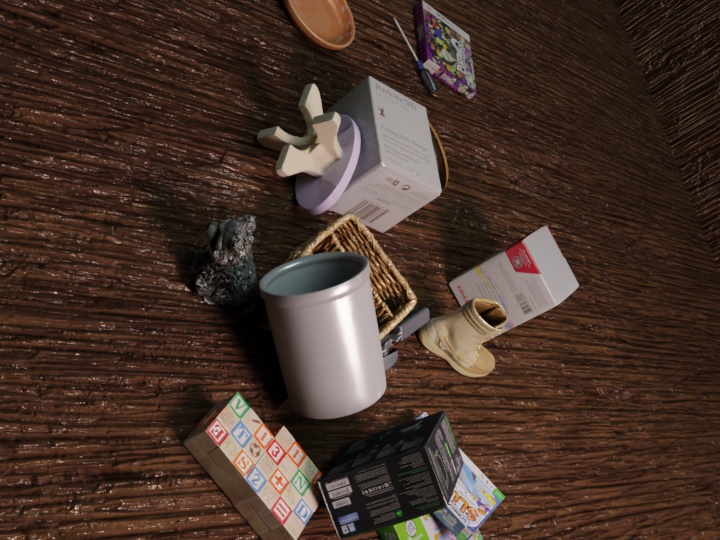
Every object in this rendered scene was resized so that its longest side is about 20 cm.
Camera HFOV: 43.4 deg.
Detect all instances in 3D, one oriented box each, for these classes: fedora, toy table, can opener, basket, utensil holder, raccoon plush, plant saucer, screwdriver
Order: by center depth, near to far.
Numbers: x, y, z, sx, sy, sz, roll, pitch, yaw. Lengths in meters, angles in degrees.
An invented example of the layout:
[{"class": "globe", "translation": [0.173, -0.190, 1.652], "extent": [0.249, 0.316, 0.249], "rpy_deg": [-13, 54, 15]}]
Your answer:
[{"class": "utensil holder", "translation": [-0.051, 0.096, 1.363], "extent": [0.170, 0.167, 0.204], "rpy_deg": [-37, 121, -52]}, {"class": "raccoon plush", "translation": [-0.164, -0.004, 1.374], "extent": [0.198, 0.133, 0.098], "rpy_deg": [30, 45, -33]}, {"class": "basket", "translation": [-0.031, 0.034, 1.493], "extent": [0.202, 0.148, 0.143], "rpy_deg": [54, 38, -9]}, {"class": "toy table", "translation": [-0.083, -0.217, 1.587], "extent": [0.117, 0.181, 0.203], "rpy_deg": [41, 43, -41]}, {"class": "can opener", "translation": [0.062, 0.124, 1.636], "extent": [0.199, 0.052, 0.068], "rpy_deg": [-28, 120, -53]}, {"class": "fedora", "translation": [0.103, -0.245, 1.854], "extent": [0.081, 0.201, 0.203], "rpy_deg": [-27, 86, -13]}, {"class": "plant saucer", "translation": [-0.094, -0.546, 1.890], "extent": [0.198, 0.037, 0.204], "rpy_deg": [27, 49, -35]}, {"class": "screwdriver", "translation": [0.126, -0.505, 2.120], "extent": [0.203, 0.028, 0.029], "rpy_deg": [61, 9, -4]}]

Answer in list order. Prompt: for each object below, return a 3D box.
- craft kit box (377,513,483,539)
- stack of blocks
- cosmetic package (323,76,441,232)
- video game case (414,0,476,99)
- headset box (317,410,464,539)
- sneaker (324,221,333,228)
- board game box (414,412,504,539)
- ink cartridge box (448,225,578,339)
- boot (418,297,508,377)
[{"class": "craft kit box", "translation": [0.135, 0.473, 1.486], "extent": [0.198, 0.048, 0.200], "rpy_deg": [-17, 77, -52]}, {"class": "stack of blocks", "translation": [-0.144, 0.274, 1.280], "extent": [0.201, 0.058, 0.115], "rpy_deg": [52, 38, -10]}, {"class": "cosmetic package", "translation": [0.029, -0.216, 1.710], "extent": [0.165, 0.165, 0.204], "rpy_deg": [19, 52, -40]}, {"class": "video game case", "translation": [0.210, -0.545, 2.238], "extent": [0.179, 0.036, 0.204], "rpy_deg": [25, 50, -36]}, {"class": "headset box", "translation": [0.052, 0.298, 1.350], "extent": [0.200, 0.171, 0.094], "rpy_deg": [-29, 98, -75]}, {"class": "sneaker", "translation": [0.000, 0.000, 1.618], "extent": [0.202, 0.071, 0.072], "rpy_deg": [60, 30, -6]}, {"class": "board game box", "translation": [0.138, 0.345, 1.521], "extent": [0.200, 0.035, 0.135], "rpy_deg": [45, 33, 13]}, {"class": "ink cartridge box", "translation": [0.312, 0.028, 1.851], "extent": [0.144, 0.198, 0.147], "rpy_deg": [-27, 87, -55]}, {"class": "boot", "translation": [0.227, 0.127, 1.722], "extent": [0.199, 0.154, 0.074], "rpy_deg": [33, 44, -30]}]
